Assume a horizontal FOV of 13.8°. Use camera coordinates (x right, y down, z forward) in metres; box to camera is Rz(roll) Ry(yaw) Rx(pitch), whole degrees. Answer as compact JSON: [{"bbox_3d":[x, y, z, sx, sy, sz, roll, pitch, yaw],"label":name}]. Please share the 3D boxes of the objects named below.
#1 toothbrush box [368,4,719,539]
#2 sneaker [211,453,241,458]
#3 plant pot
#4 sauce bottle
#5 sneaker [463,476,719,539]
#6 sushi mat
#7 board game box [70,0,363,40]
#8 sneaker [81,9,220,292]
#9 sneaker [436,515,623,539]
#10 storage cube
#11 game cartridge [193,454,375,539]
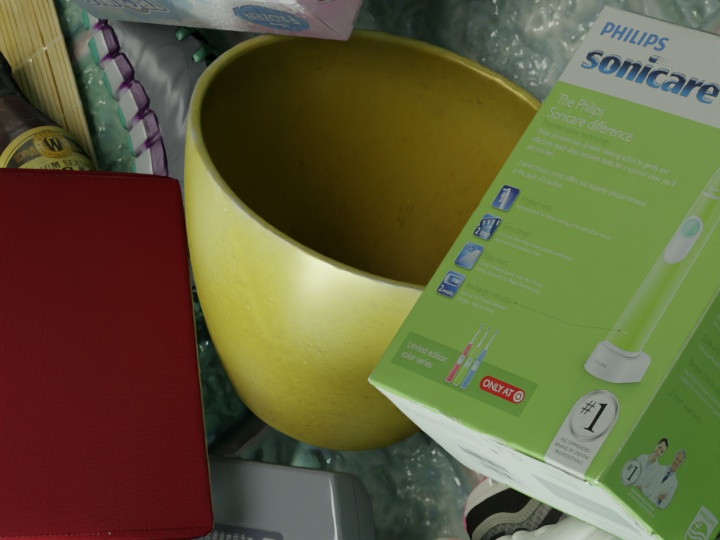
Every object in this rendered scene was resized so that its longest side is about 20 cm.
[{"bbox_3d":[0.121,0.003,1.255,0.145,0.086,0.200,21,75,47],"label":"toothbrush box"},{"bbox_3d":[-0.131,0.157,1.536,0.200,0.078,0.077,-45,51,20],"label":"sneaker"},{"bbox_3d":[0.000,0.000,1.414,0.200,0.200,0.142,45,133,31],"label":"plant pot"},{"bbox_3d":[-0.168,-0.039,1.580,0.066,0.066,0.200,-47,58,20],"label":"sauce bottle"},{"bbox_3d":[0.134,0.128,1.352,0.199,0.074,0.088,-6,73,30],"label":"sneaker"},{"bbox_3d":[-0.187,-0.069,1.647,0.095,0.012,0.201,-27,69,27],"label":"sushi mat"},{"bbox_3d":[-0.046,-0.214,1.452,0.200,0.043,0.200,9,74,48],"label":"board game box"},{"bbox_3d":[-0.081,-0.094,1.551,0.087,0.074,0.201,-19,83,20],"label":"sneaker"},{"bbox_3d":[0.064,0.143,1.321,0.200,0.078,0.100,-46,46,22],"label":"sneaker"},{"bbox_3d":[-0.192,0.052,1.410,0.171,0.179,0.201,-21,72,54],"label":"storage cube"},{"bbox_3d":[-0.057,0.190,1.417,0.133,0.041,0.201,5,83,39],"label":"game cartridge"}]
